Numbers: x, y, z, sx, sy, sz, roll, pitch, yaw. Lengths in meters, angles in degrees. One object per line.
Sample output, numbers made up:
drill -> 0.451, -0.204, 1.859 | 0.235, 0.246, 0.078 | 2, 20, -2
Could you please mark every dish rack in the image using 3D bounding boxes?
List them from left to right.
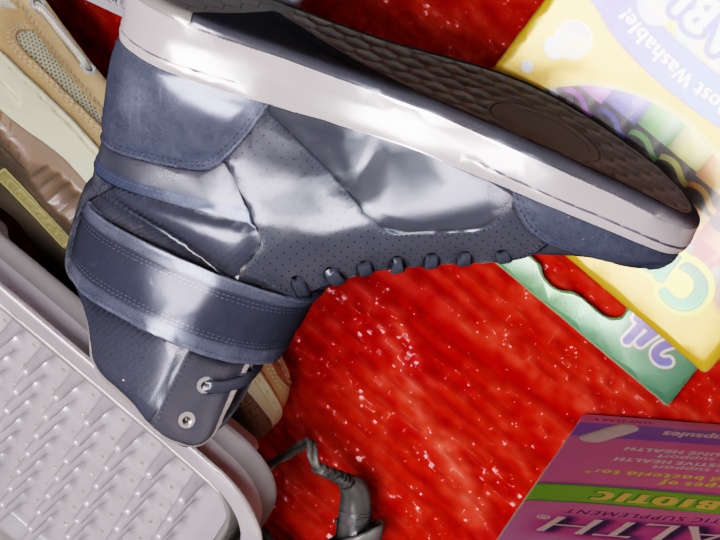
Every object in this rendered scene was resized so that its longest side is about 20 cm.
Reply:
dish rack -> -0.122, 0.058, 0.868 | 0.200, 0.044, 0.172 | 40, 141, 5

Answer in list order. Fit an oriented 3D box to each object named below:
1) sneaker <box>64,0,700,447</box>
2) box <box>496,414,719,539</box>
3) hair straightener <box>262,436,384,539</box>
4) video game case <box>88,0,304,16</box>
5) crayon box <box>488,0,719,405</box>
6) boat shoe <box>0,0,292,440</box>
sneaker -> 0.000, -0.001, 0.770 | 0.201, 0.077, 0.147 | 19, 108, 0
box -> 0.137, 0.124, 0.752 | 0.174, 0.200, 0.098 | 3, 104, 16
hair straightener -> -0.035, 0.157, 0.892 | 0.076, 0.041, 0.202 | 9, 110, 15
video game case -> -0.099, -0.151, 0.757 | 0.199, 0.181, 0.046 | 24, 72, -5
crayon box -> 0.117, -0.059, 0.796 | 0.125, 0.052, 0.200 | 39, 110, 5
boat shoe -> -0.083, -0.028, 0.853 | 0.071, 0.076, 0.200 | -10, 123, 51
